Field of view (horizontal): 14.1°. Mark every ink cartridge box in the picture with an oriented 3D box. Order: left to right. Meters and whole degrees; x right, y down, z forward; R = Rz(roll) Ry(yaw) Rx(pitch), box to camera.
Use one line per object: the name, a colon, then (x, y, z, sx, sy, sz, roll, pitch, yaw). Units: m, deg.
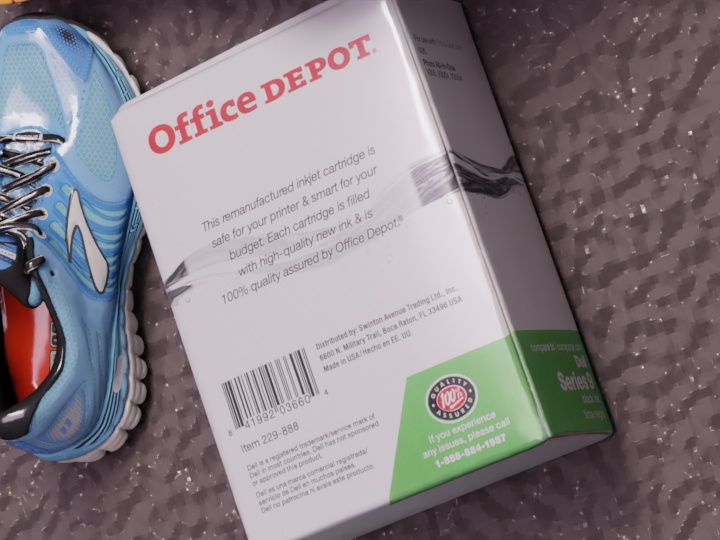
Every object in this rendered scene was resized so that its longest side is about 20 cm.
ink cartridge box: (0.000, 0.000, 1.214, 0.145, 0.084, 0.201, -23, 79, 24)

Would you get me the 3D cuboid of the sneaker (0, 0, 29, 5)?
sneaker: (-0.093, -0.175, 1.261, 0.199, 0.076, 0.093, -9, 97, 25)

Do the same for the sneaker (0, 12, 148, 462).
sneaker: (-0.139, -0.015, 1.280, 0.078, 0.090, 0.201, -5, 86, 26)
